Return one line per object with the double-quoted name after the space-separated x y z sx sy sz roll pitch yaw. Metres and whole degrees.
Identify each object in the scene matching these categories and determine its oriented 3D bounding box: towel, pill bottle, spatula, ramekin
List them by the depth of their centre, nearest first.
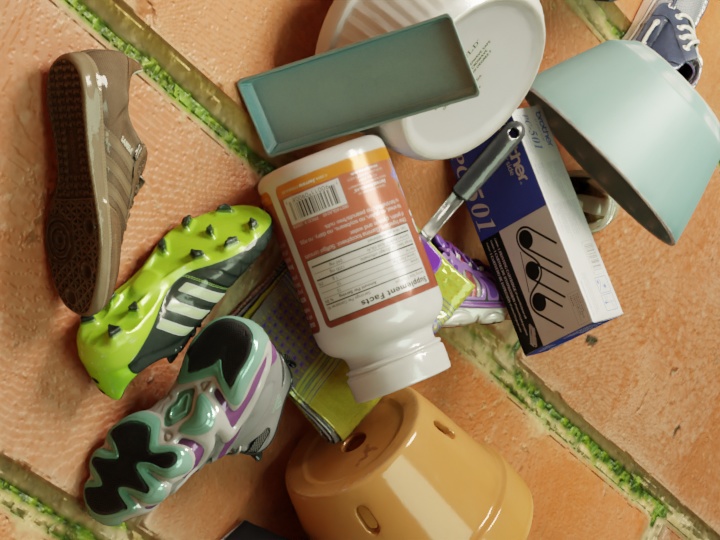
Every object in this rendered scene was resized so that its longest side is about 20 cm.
0.000 0.000 1.694 0.112 0.112 0.201 -21 91 -40 "pill bottle"
0.066 -0.182 1.725 0.202 0.094 0.203 -30 143 -26 "ramekin"
-0.007 0.034 1.759 0.144 0.023 0.200 48 68 -10 "towel"
0.075 -0.054 1.771 0.056 0.021 0.200 41 74 -2 "spatula"

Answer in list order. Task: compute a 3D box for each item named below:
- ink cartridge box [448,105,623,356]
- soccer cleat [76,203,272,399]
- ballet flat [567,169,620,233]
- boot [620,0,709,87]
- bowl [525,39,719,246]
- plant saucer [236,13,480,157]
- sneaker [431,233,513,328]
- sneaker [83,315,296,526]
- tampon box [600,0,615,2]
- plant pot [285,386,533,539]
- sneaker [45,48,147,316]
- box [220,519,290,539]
0.152 -0.035 1.833 0.044 0.094 0.201 -12 78 -42 "ink cartridge box"
-0.145 0.021 1.646 0.200 0.067 0.081 -41 143 -28 "soccer cleat"
0.196 -0.061 1.956 0.199 0.062 0.068 -1 101 -45 "ballet flat"
0.303 -0.214 2.003 0.200 0.090 0.073 -53 131 -21 "boot"
0.246 -0.129 1.855 0.105 0.201 0.201 -45 131 0 "bowl"
-0.001 -0.148 1.650 0.019 0.199 0.070 -47 118 -57 "plant saucer"
0.085 0.007 1.855 0.199 0.080 0.084 -7 99 -43 "sneaker"
-0.124 0.139 1.677 0.200 0.078 0.140 -46 149 2 "sneaker"
0.222 -0.355 1.861 0.149 0.126 0.201 -20 114 -39 "tampon box"
0.029 0.192 1.771 0.200 0.200 0.140 -48 118 -26 "plant pot"
-0.189 -0.066 1.567 0.075 0.070 0.201 -12 109 -43 "sneaker"
-0.045 0.315 1.714 0.104 0.200 0.148 -42 128 -27 "box"
